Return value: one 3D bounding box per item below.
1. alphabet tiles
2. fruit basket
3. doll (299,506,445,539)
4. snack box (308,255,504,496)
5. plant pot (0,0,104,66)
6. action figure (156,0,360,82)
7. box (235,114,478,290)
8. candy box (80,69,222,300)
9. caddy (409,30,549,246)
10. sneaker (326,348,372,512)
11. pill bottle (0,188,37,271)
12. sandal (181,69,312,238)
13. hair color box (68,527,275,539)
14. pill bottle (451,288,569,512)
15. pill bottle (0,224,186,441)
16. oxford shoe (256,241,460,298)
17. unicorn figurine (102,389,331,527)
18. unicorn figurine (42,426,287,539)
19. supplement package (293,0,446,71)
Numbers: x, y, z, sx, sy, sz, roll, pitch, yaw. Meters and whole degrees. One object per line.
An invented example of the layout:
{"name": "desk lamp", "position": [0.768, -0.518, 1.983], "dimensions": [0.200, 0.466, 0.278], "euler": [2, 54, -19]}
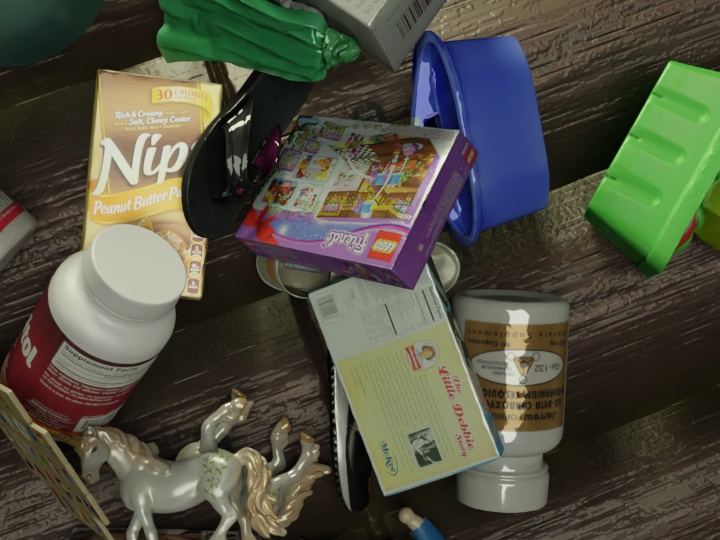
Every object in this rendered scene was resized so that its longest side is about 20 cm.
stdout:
{"name": "alphabet tiles", "position": [-0.282, 0.160, 1.011], "dimensions": [0.006, 0.200, 0.167], "euler": [-39, 114, -24]}
{"name": "fruit basket", "position": [0.340, -0.076, 1.110], "dimensions": [0.214, 0.155, 0.217], "euler": [0, 87, 8]}
{"name": "doll", "position": [0.038, 0.300, 1.146], "dimensions": [0.199, 0.048, 0.137], "euler": [3, 96, -8]}
{"name": "snack box", "position": [0.042, 0.093, 1.052], "dimensions": [0.116, 0.037, 0.201], "euler": [-20, 90, 14]}
{"name": "plant pot", "position": [-0.320, -0.282, 0.984], "dimensions": [0.199, 0.161, 0.202], "euler": [-1, 95, -8]}
{"name": "action figure", "position": [-0.089, -0.216, 1.024], "dimensions": [0.199, 0.055, 0.119], "euler": [22, 134, 22]}
{"name": "box", "position": [-0.007, -0.065, 1.021], "dimensions": [0.039, 0.199, 0.137], "euler": [42, 69, -43]}
{"name": "candy box", "position": [-0.195, -0.079, 1.073], "dimensions": [0.115, 0.055, 0.201], "euler": [5, 95, -10]}
{"name": "caddy", "position": [0.097, -0.125, 1.065], "dimensions": [0.104, 0.141, 0.201], "euler": [-13, 97, -9]}
{"name": "sneaker", "position": [0.015, 0.135, 1.115], "dimensions": [0.090, 0.070, 0.201], "euler": [-3, 94, -4]}
{"name": "pill bottle", "position": [-0.397, -0.068, 1.020], "dimensions": [0.200, 0.111, 0.111], "euler": [42, 89, -9]}
{"name": "sandal", "position": [-0.099, -0.120, 1.051], "dimensions": [0.075, 0.048, 0.201], "euler": [42, 69, -41]}
{"name": "hair color box", "position": [-0.178, 0.287, 1.090], "dimensions": [0.199, 0.100, 0.061], "euler": [2, 95, -8]}
{"name": "pill bottle", "position": [0.140, 0.123, 1.109], "dimensions": [0.114, 0.114, 0.201], "euler": [1, 96, -8]}
{"name": "pill bottle", "position": [-0.232, 0.054, 1.008], "dimensions": [0.113, 0.113, 0.200], "euler": [33, 128, -9]}
{"name": "oxford shoe", "position": [0.000, 0.000, 1.107], "dimensions": [0.199, 0.058, 0.076], "euler": [4, 94, -9]}
{"name": "unicorn figurine", "position": [-0.133, 0.185, 1.092], "dimensions": [0.200, 0.074, 0.138], "euler": [33, 88, -8]}
{"name": "unicorn figurine", "position": [-0.172, 0.199, 1.019], "dimensions": [0.199, 0.074, 0.138], "euler": [-6, 78, -12]}
{"name": "supplement package", "position": [-0.024, -0.288, 1.010], "dimensions": [0.200, 0.117, 0.117], "euler": [36, 91, 16]}
